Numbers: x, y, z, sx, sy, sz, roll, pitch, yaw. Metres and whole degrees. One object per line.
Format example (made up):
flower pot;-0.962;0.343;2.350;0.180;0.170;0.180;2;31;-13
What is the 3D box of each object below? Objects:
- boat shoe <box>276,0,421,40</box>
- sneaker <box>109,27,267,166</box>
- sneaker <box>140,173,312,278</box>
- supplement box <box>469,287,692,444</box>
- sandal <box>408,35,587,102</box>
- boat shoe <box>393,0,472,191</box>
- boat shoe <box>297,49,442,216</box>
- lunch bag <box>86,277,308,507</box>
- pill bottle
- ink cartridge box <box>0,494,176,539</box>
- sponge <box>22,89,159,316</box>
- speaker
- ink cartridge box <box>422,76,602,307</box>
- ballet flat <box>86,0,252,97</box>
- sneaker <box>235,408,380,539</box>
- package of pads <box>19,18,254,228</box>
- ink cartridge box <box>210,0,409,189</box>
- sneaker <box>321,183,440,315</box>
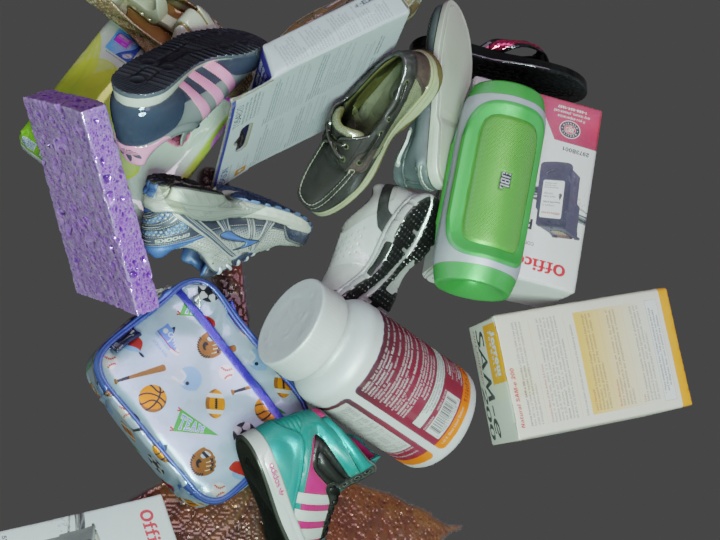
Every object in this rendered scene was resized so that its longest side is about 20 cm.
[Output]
boat shoe;-0.017;-0.249;1.501;0.200;0.076;0.072;-40;92;-20
sneaker;-0.155;-0.159;1.319;0.070;0.082;0.200;23;34;25
sneaker;-0.133;-0.036;1.411;0.199;0.077;0.086;10;101;-43
supplement box;0.223;0.098;1.503;0.199;0.074;0.127;-8;81;-18
sandal;0.149;-0.221;1.550;0.199;0.075;0.045;14;66;-11
boat shoe;0.068;-0.175;1.469;0.073;0.062;0.201;28;63;-54
boat shoe;-0.004;-0.139;1.435;0.066;0.201;0.072;12;37;-51
lunch bag;-0.152;0.109;1.390;0.160;0.076;0.200;-38;92;-22
pill bottle;0.007;0.096;1.390;0.200;0.109;0.110;36;70;-29
ink cartridge box;-0.248;0.293;1.286;0.199;0.084;0.146;-12;48;-18
sponge;-0.242;-0.061;1.331;0.030;0.111;0.201;-27;119;-33
speaker;0.124;-0.077;1.415;0.088;0.088;0.201;15;75;-13
ink cartridge box;0.155;-0.077;1.513;0.144;0.084;0.201;13;76;-12
ballet flat;-0.184;-0.236;1.384;0.199;0.065;0.071;34;68;-6
sneaker;-0.035;0.207;1.373;0.120;0.084;0.201;-27;123;-20
package of pads;-0.211;-0.154;1.429;0.154;0.068;0.200;36;72;-5
ink cartridge box;-0.061;-0.172;1.408;0.199;0.200;0.041;-31;78;-22
sneaker;0.000;0.000;1.469;0.200;0.080;0.074;-52;137;-8
